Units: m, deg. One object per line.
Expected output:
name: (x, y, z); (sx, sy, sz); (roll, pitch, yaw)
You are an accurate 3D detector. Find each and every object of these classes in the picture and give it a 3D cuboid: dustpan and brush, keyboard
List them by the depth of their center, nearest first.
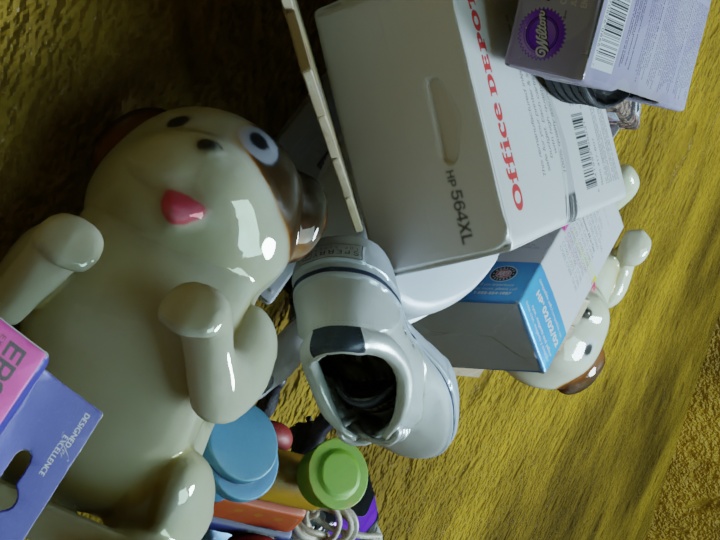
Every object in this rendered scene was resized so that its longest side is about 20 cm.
dustpan and brush: (0.000, 0.000, 0.802); (0.140, 0.057, 0.201); (55, 49, -27)
keyboard: (-0.023, -0.071, 0.818); (0.201, 0.056, 0.011); (-56, -163, -27)

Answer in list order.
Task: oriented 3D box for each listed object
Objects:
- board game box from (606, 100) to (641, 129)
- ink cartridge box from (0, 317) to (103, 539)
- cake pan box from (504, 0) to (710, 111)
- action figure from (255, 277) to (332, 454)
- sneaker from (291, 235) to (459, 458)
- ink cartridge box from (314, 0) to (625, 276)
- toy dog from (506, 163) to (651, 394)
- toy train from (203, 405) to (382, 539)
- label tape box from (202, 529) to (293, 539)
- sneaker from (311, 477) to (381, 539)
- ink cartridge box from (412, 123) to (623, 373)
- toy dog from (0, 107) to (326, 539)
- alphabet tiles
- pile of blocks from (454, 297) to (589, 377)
board game box: (0.141, -0.193, 0.952); (0.200, 0.096, 0.162); (6, 89, -71)
ink cartridge box: (-0.175, 0.035, 0.448); (0.200, 0.037, 0.095); (45, 67, -33)
cake pan box: (0.152, -0.186, 0.733); (0.184, 0.052, 0.202); (-4, 108, -59)
action figure: (-0.011, 0.043, 0.872); (0.118, 0.102, 0.202); (20, 101, -27)
sneaker: (0.005, 0.064, 0.728); (0.200, 0.072, 0.071); (59, 31, -52)
ink cartridge box: (0.068, -0.089, 0.762); (0.199, 0.084, 0.148); (-19, 96, -60)
toy dog: (0.147, 0.003, 1.124); (0.194, 0.139, 0.201); (-39, -147, 31)
toy train: (-0.034, 0.122, 0.770); (0.199, 0.115, 0.086); (19, 65, -31)
label tape box: (-0.087, 0.237, 0.881); (0.200, 0.063, 0.145); (36, 78, -51)
sneaker: (-0.053, 0.198, 1.003); (0.200, 0.069, 0.101); (-35, 131, -52)
ink cartridge box: (0.113, -0.020, 0.980); (0.201, 0.114, 0.068); (-55, 132, -37)
toy dog: (-0.090, 0.025, 0.619); (0.202, 0.138, 0.194); (-67, 167, -2)
alphabet tiles: (-0.031, -0.120, 0.654); (0.201, 0.006, 0.168); (71, 3, -60)
pile of blocks: (0.076, 0.041, 1.038); (0.062, 0.199, 0.083); (10, 62, -45)
